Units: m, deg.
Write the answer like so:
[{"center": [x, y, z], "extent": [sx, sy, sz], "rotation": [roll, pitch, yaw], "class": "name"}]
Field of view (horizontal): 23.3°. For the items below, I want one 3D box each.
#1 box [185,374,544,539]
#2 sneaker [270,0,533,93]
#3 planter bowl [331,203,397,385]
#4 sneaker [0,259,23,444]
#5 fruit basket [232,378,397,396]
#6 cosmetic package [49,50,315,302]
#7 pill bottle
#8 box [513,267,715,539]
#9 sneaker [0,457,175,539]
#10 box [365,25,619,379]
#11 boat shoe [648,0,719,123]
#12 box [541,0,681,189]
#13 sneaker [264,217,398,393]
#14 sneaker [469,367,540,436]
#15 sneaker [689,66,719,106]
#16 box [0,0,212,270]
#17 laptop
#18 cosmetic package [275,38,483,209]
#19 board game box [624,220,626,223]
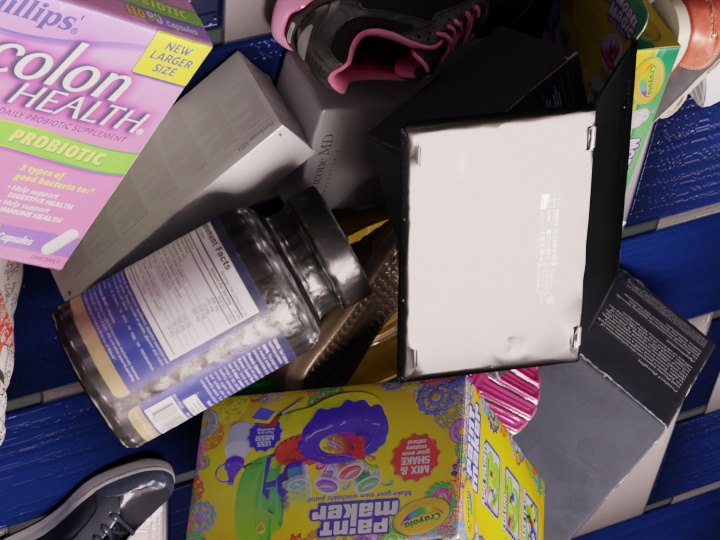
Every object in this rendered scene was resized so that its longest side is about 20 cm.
[{"center": [0.010, 0.177, 1.248], "extent": [0.199, 0.122, 0.193], "rotation": [-6, 149, 20], "class": "box"}, {"center": [0.042, -0.166, 1.212], "extent": [0.199, 0.095, 0.079], "rotation": [-15, 139, -22], "class": "sneaker"}, {"center": [0.000, 0.000, 1.382], "extent": [0.200, 0.084, 0.201], "rotation": [-18, 141, -16], "class": "planter bowl"}, {"center": [-0.272, 0.046, 1.216], "extent": [0.067, 0.108, 0.202], "rotation": [3, 136, -8], "class": "sneaker"}, {"center": [-0.014, 0.140, 1.460], "extent": [0.215, 0.156, 0.216], "rotation": [-18, 161, -7], "class": "fruit basket"}, {"center": [-0.133, -0.055, 1.228], "extent": [0.200, 0.083, 0.051], "rotation": [-38, 142, 11], "class": "cosmetic package"}, {"center": [-0.098, 0.027, 1.188], "extent": [0.200, 0.112, 0.112], "rotation": [-29, 143, -3], "class": "pill bottle"}, {"center": [0.195, 0.131, 1.564], "extent": [0.200, 0.124, 0.197], "rotation": [-55, 171, 30], "class": "box"}, {"center": [-0.224, 0.262, 1.480], "extent": [0.202, 0.146, 0.077], "rotation": [-34, 142, 2], "class": "sneaker"}, {"center": [0.097, -0.047, 1.228], "extent": [0.141, 0.079, 0.200], "rotation": [-42, 136, -26], "class": "box"}, {"center": [0.227, -0.152, 1.333], "extent": [0.062, 0.071, 0.200], "rotation": [-10, 162, -19], "class": "boat shoe"}, {"center": [0.176, -0.144, 1.309], "extent": [0.048, 0.118, 0.200], "rotation": [-8, 138, -19], "class": "box"}, {"center": [-0.003, 0.003, 1.269], "extent": [0.200, 0.075, 0.070], "rotation": [-48, 139, -14], "class": "sneaker"}, {"center": [0.103, 0.089, 1.438], "extent": [0.088, 0.081, 0.200], "rotation": [-51, -176, 46], "class": "sneaker"}, {"center": [0.280, -0.208, 1.345], "extent": [0.071, 0.073, 0.200], "rotation": [-21, 142, -7], "class": "sneaker"}, {"center": [-0.225, -0.114, 1.085], "extent": [0.176, 0.097, 0.200], "rotation": [13, 125, -43], "class": "box"}, {"center": [0.108, -0.042, 1.177], "extent": [0.199, 0.116, 0.188], "rotation": [-7, 119, -12], "class": "laptop"}, {"center": [0.035, -0.109, 1.291], "extent": [0.199, 0.071, 0.102], "rotation": [-8, 138, -27], "class": "cosmetic package"}, {"center": [0.117, -0.003, 1.500], "extent": [0.200, 0.034, 0.134], "rotation": [-46, 141, 19], "class": "board game box"}]
